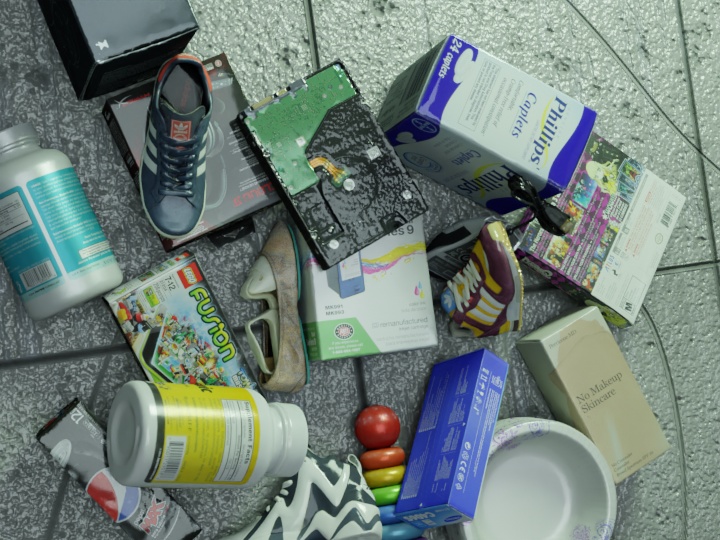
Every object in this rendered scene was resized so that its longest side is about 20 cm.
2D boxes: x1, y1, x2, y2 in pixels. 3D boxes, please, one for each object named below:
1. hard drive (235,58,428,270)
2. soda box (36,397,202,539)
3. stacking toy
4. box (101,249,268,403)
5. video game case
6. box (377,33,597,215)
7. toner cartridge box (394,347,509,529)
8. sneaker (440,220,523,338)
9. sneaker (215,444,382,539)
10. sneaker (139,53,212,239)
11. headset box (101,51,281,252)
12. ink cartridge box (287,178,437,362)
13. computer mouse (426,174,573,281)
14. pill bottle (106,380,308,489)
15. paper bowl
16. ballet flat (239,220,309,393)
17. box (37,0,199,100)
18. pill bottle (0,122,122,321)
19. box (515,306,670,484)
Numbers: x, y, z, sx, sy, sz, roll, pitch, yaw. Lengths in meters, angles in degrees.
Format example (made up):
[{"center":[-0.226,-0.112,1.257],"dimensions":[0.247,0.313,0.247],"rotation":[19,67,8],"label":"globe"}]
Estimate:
[{"center":[-0.032,-0.119,1.406],"dimensions":[0.140,0.038,0.200],"rotation":[-31,91,-17],"label":"hard drive"},{"center":[-0.267,0.233,1.383],"dimensions":[0.063,0.071,0.200],"rotation":[-44,98,-13],"label":"soda box"},{"center":[0.028,0.258,1.466],"dimensions":[0.085,0.085,0.200],"rotation":[-8,83,-16],"label":"stacking toy"},{"center":[-0.194,0.090,1.403],"dimensions":[0.110,0.035,0.200],"rotation":[-30,111,-15],"label":"box"},{"center":[0.296,-0.057,1.559],"dimensions":[0.181,0.036,0.200],"rotation":[32,67,-12],"label":"video game case"},{"center":[0.138,-0.163,1.463],"dimensions":[0.200,0.184,0.105],"rotation":[25,78,-12],"label":"box"},{"center":[0.106,0.193,1.442],"dimensions":[0.043,0.095,0.200],"rotation":[33,57,-25],"label":"toner cartridge box"},{"center":[0.137,0.021,1.452],"dimensions":[0.090,0.200,0.075],"rotation":[-14,54,-1],"label":"sneaker"},{"center":[-0.080,0.265,1.437],"dimensions":[0.199,0.080,0.130],"rotation":[-17,59,12],"label":"sneaker"},{"center":[-0.196,-0.135,1.340],"dimensions":[0.075,0.085,0.200],"rotation":[1,86,-15],"label":"sneaker"},{"center":[-0.183,-0.124,1.426],"dimensions":[0.149,0.077,0.200],"rotation":[-24,92,-16],"label":"headset box"},{"center":[0.000,0.000,1.465],"dimensions":[0.145,0.088,0.200],"rotation":[-5,85,-16],"label":"ink cartridge box"},{"center":[0.147,-0.046,1.471],"dimensions":[0.110,0.200,0.044],"rotation":[27,50,-36],"label":"computer mouse"},{"center":[-0.162,0.179,1.351],"dimensions":[0.200,0.111,0.112],"rotation":[8,84,-32],"label":"pill bottle"},{"center":[0.194,0.275,1.493],"dimensions":[0.200,0.104,0.201],"rotation":[1,86,-16],"label":"paper bowl"},{"center":[-0.101,0.043,1.441],"dimensions":[0.067,0.068,0.200],"rotation":[-6,87,-25],"label":"ballet flat"},{"center":[-0.278,-0.310,1.348],"dimensions":[0.124,0.197,0.200],"rotation":[-23,93,-16],"label":"box"},{"center":[-0.345,-0.055,1.358],"dimensions":[0.111,0.111,0.200],"rotation":[-25,93,-16],"label":"pill bottle"},{"center":[0.284,0.151,1.539],"dimensions":[0.095,0.078,0.200],"rotation":[-31,95,-16],"label":"box"}]
